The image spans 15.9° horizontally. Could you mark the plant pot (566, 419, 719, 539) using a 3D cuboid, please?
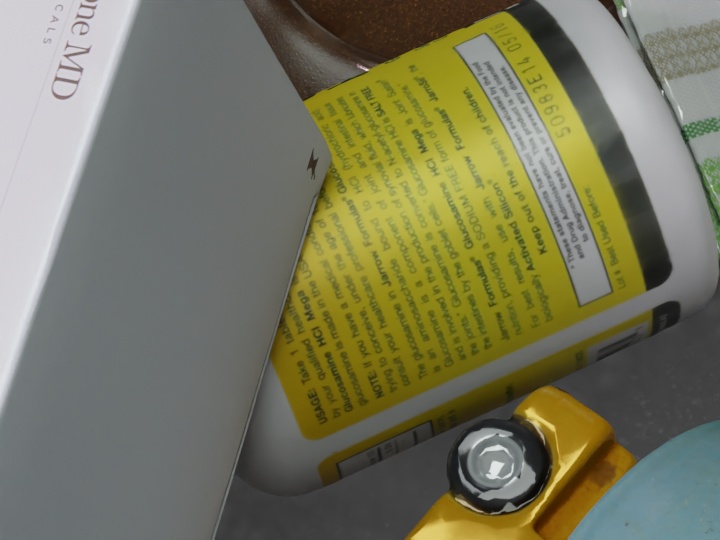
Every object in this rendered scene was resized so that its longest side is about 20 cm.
[{"bbox_3d":[0.141,0.137,0.669,0.188,0.200,0.200,31,70,35],"label":"plant pot"}]

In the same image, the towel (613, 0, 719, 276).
[{"bbox_3d":[0.169,-0.050,0.833,0.149,0.031,0.200,-13,63,-12],"label":"towel"}]

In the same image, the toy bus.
[{"bbox_3d":[0.019,0.132,0.753,0.078,0.065,0.200,35,72,22],"label":"toy bus"}]

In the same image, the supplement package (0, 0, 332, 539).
[{"bbox_3d":[-0.101,0.019,0.662,0.111,0.156,0.201,9,70,18],"label":"supplement package"}]

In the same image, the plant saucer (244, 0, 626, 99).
[{"bbox_3d":[0.037,-0.125,0.904,0.200,0.032,0.201,-3,61,6],"label":"plant saucer"}]

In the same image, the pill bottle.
[{"bbox_3d":[0.000,0.000,0.797,0.200,0.113,0.113,-24,62,-5],"label":"pill bottle"}]
